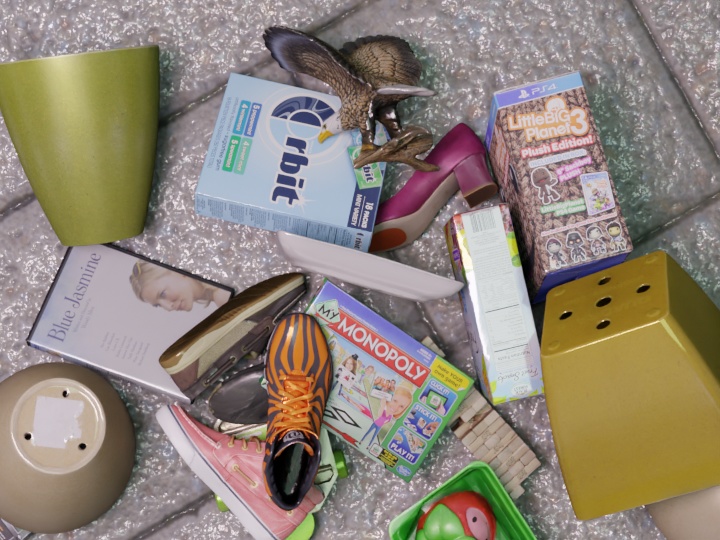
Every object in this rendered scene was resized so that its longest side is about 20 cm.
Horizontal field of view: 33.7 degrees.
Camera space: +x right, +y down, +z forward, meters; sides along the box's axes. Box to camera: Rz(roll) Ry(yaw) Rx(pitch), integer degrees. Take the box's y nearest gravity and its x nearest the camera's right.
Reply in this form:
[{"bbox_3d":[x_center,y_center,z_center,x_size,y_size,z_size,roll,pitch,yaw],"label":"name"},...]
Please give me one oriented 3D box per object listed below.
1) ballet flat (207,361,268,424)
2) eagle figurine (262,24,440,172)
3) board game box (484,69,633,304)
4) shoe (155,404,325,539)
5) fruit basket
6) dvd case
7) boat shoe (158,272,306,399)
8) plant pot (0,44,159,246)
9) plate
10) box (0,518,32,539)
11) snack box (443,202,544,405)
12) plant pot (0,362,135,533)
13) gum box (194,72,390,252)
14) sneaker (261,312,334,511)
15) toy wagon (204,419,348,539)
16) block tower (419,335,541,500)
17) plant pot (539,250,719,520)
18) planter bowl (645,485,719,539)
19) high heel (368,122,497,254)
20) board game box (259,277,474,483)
[{"bbox_3d":[-0.076,0.120,1.330,0.197,0.057,0.067,-21,105,-5],"label":"ballet flat"},{"bbox_3d":[-0.005,-0.199,1.286,0.149,0.152,0.202,-23,69,2],"label":"eagle figurine"},{"bbox_3d":[0.210,-0.085,1.292,0.095,0.160,0.203,-14,76,-1],"label":"board game box"},{"bbox_3d":[-0.129,0.204,1.302,0.091,0.071,0.201,-41,94,-4],"label":"shoe"},{"bbox_3d":[0.125,0.327,1.273,0.154,0.216,0.217,-34,89,-2],"label":"fruit basket"},{"bbox_3d":[-0.257,0.052,1.342,0.197,0.018,0.144,19,66,-1],"label":"dvd case"},{"bbox_3d":[-0.134,0.070,1.324,0.199,0.073,0.066,-34,107,-29],"label":"boat shoe"},{"bbox_3d":[-0.299,-0.135,1.309,0.184,0.187,0.204,-7,101,-1],"label":"plant pot"},{"bbox_3d":[0.000,0.000,1.276,0.197,0.200,0.033,16,88,-5],"label":"plate"},{"bbox_3d":[-0.465,0.246,1.343,0.158,0.048,0.201,-39,89,-4],"label":"box"},{"bbox_3d":[0.145,0.037,1.299,0.067,0.169,0.203,-14,87,1],"label":"snack box"},{"bbox_3d":[-0.321,0.175,1.247,0.184,0.200,0.191,4,75,-15],"label":"plant pot"},{"bbox_3d":[-0.070,-0.123,1.329,0.197,0.045,0.172,13,60,-1],"label":"gum box"},{"bbox_3d":[-0.062,0.146,1.216,0.076,0.112,0.204,1,91,-6],"label":"sneaker"},{"bbox_3d":[-0.093,0.228,1.354,0.153,0.040,0.203,-15,89,-1],"label":"toy wagon"},{"bbox_3d":[0.123,0.165,1.351,0.058,0.054,0.201,-41,89,-1],"label":"block tower"},{"bbox_3d":[0.282,0.102,1.219,0.198,0.201,0.178,-20,112,23],"label":"plant pot"},{"bbox_3d":[0.380,0.223,1.298,0.133,0.200,0.203,21,87,26],"label":"planter bowl"},{"bbox_3d":[0.056,-0.091,1.370,0.197,0.068,0.097,-23,60,2],"label":"high heel"},{"bbox_3d":[0.007,0.120,1.296,0.199,0.029,0.136,34,92,-9],"label":"board game box"}]
